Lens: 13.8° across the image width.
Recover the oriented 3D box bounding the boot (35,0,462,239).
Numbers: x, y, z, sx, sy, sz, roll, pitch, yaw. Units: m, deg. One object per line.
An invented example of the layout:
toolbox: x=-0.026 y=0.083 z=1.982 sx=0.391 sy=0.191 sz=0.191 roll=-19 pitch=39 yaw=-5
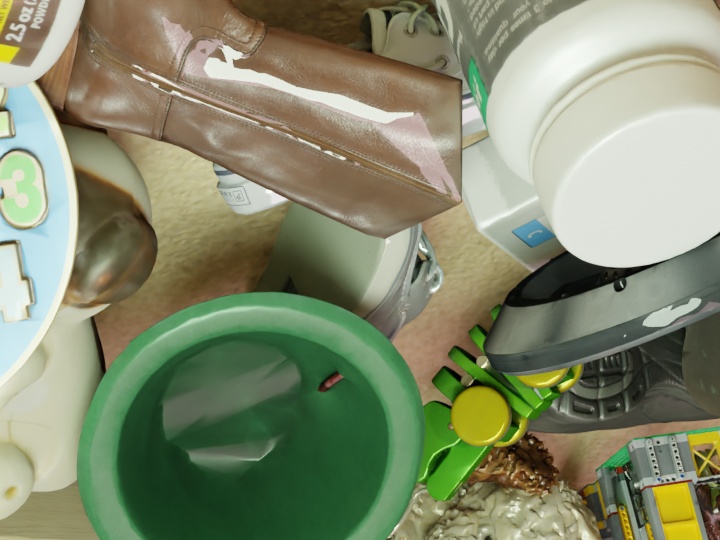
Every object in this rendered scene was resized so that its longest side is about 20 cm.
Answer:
boot: x=-0.030 y=-0.106 z=1.280 sx=0.199 sy=0.064 sz=0.187 roll=22 pitch=137 yaw=-5

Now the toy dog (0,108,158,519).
toy dog: x=-0.162 y=0.023 z=1.382 sx=0.193 sy=0.140 sz=0.200 roll=7 pitch=131 yaw=-22

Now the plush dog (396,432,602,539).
plush dog: x=0.067 y=0.172 z=1.636 sx=0.171 sy=0.201 sz=0.160 roll=-20 pitch=-178 yaw=45

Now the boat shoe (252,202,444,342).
boat shoe: x=0.000 y=0.001 z=1.467 sx=0.071 sy=0.070 sz=0.201 roll=-13 pitch=160 yaw=-24

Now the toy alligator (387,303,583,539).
toy alligator: x=0.052 y=0.070 z=1.498 sx=0.200 sy=0.054 sz=0.059 roll=-45 pitch=167 yaw=7

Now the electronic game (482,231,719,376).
electronic game: x=0.147 y=-0.002 z=1.347 sx=0.199 sy=0.200 sz=0.042 roll=-25 pitch=98 yaw=6

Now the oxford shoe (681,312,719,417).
oxford shoe: x=0.235 y=-0.009 z=1.543 sx=0.200 sy=0.071 sz=0.071 roll=-61 pitch=162 yaw=21

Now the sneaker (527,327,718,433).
sneaker: x=0.147 y=0.053 z=1.610 sx=0.199 sy=0.076 sz=0.091 roll=1 pitch=164 yaw=-37

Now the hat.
hat: x=-0.062 y=0.056 z=1.468 sx=0.165 sy=0.176 sz=0.201 roll=5 pitch=119 yaw=-11

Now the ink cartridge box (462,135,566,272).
ink cartridge box: x=0.151 y=-0.056 z=1.442 sx=0.176 sy=0.045 sz=0.200 roll=-28 pitch=162 yaw=11

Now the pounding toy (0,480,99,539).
pounding toy: x=-0.260 y=0.153 z=1.519 sx=0.184 sy=0.142 sz=0.200 roll=9 pitch=128 yaw=-39

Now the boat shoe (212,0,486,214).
boat shoe: x=0.020 y=-0.092 z=1.377 sx=0.199 sy=0.074 sz=0.067 roll=-24 pitch=105 yaw=-12

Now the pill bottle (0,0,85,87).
pill bottle: x=-0.215 y=-0.140 z=1.189 sx=0.199 sy=0.110 sz=0.109 roll=8 pitch=134 yaw=-30

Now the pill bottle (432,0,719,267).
pill bottle: x=0.097 y=-0.106 z=1.289 sx=0.113 sy=0.200 sz=0.113 roll=-12 pitch=140 yaw=-10

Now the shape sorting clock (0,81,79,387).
shape sorting clock: x=-0.222 y=-0.024 z=1.288 sx=0.199 sy=0.201 sz=0.039 roll=-21 pitch=-179 yaw=2

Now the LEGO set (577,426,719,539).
LEGO set: x=0.193 y=0.164 z=1.666 sx=0.153 sy=0.116 sz=0.200 roll=-3 pitch=160 yaw=-28
